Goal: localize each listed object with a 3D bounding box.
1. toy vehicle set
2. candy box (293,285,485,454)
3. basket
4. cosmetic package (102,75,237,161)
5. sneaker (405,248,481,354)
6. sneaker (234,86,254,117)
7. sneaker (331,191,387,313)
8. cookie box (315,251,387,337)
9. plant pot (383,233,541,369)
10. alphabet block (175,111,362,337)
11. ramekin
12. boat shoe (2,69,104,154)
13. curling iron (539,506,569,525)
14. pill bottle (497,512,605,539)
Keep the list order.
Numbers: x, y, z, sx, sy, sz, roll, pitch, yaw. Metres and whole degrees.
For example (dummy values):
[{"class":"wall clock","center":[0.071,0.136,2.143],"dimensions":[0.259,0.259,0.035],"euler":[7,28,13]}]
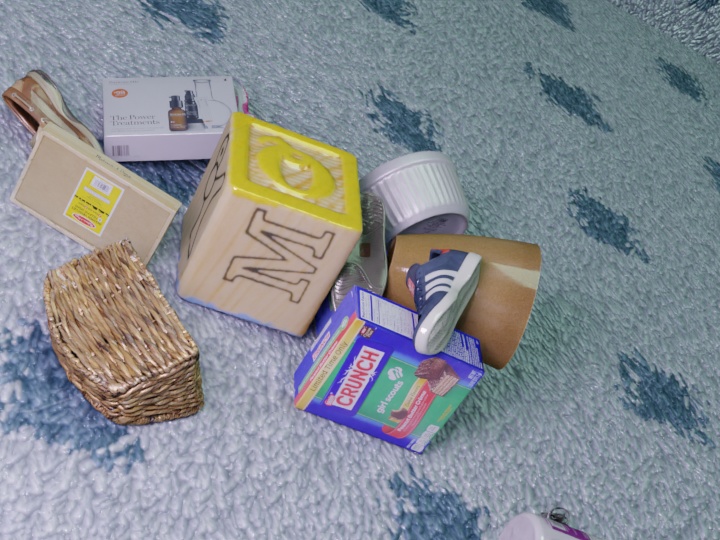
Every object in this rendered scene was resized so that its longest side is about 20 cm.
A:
[{"class":"toy vehicle set","center":[-0.346,-0.090,1.648],"dimensions":[0.200,0.124,0.027],"euler":[32,32,-7]},{"class":"candy box","center":[0.036,0.135,1.680],"dimensions":[0.199,0.169,0.077],"euler":[24,31,-18]},{"class":"basket","center":[-0.292,0.093,1.523],"dimensions":[0.142,0.149,0.200],"euler":[-27,63,-19]},{"class":"cosmetic package","center":[-0.283,-0.228,1.889],"dimensions":[0.199,0.052,0.151],"euler":[-3,41,-11]},{"class":"sneaker","center":[0.089,0.036,1.646],"dimensions":[0.084,0.075,0.200],"euler":[17,35,15]},{"class":"sneaker","center":[-0.217,-0.234,2.001],"dimensions":[0.088,0.082,0.200],"euler":[-6,28,-12]},{"class":"sneaker","center":[0.000,0.000,1.782],"dimensions":[0.074,0.106,0.201],"euler":[10,66,-1]},{"class":"cookie box","center":[0.031,0.049,1.875],"dimensions":[0.199,0.075,0.172],"euler":[19,37,-24]},{"class":"plant pot","center":[0.131,0.023,1.793],"dimensions":[0.199,0.187,0.187],"euler":[18,34,-6]},{"class":"alphabet block","center":[-0.127,-0.064,1.739],"dimensions":[0.196,0.200,0.196],"euler":[18,36,-18]},{"class":"ramekin","center":[0.077,-0.087,1.992],"dimensions":[0.200,0.200,0.105],"euler":[0,55,-44]},{"class":"boat shoe","center":[-0.424,-0.184,1.758],"dimensions":[0.074,0.076,0.200],"euler":[-34,80,-28]},{"class":"curling iron","center":[0.325,0.402,1.743],"dimensions":[0.200,0.026,0.050],"euler":[46,36,14]},{"class":"pill bottle","center":[0.278,0.393,1.630],"dimensions":[0.199,0.112,0.112],"euler":[24,34,-19]}]
